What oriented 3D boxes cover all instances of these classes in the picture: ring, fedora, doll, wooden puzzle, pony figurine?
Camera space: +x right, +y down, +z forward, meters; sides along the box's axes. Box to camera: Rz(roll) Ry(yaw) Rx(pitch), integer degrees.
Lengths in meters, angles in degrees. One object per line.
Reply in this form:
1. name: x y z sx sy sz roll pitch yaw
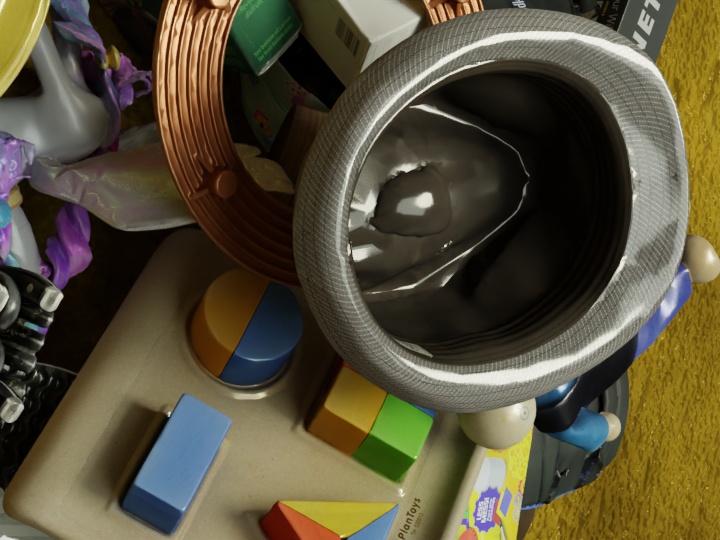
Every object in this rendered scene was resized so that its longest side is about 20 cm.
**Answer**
1. ring: -0.009 -0.091 0.666 0.199 0.019 0.203 -8 104 -36
2. fedora: 0.048 -0.031 0.651 0.198 0.090 0.179 -21 109 -23
3. doll: 0.112 0.024 0.733 0.200 0.048 0.137 -40 107 -36
4. wooden puzzle: -0.041 0.080 0.666 0.186 0.198 0.046 -63 180 -38
5. pony figurine: -0.152 -0.070 0.698 0.191 0.166 0.202 -23 110 -17

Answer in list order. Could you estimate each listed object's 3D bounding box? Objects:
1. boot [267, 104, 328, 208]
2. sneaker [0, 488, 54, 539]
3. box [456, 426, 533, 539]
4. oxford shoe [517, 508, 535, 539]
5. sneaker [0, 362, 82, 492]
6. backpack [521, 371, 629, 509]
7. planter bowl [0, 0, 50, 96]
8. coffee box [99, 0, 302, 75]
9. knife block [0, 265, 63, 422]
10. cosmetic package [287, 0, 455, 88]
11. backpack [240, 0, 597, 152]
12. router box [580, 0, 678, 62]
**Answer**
1. boot: 0.000 0.000 0.803 0.154 0.201 0.077 21 40 -13
2. sneaker: -0.157 0.117 0.753 0.199 0.075 0.117 10 91 -33
3. box: -0.019 0.165 0.832 0.121 0.191 0.203 4 96 -45
4. oxford shoe: 0.087 0.200 1.030 0.201 0.072 0.085 -56 133 -21
5. sneaker: -0.113 0.107 0.724 0.198 0.093 0.071 21 78 -7
6. backpack: 0.091 0.046 0.927 0.161 0.167 0.203 -15 101 -36
7. planter bowl: -0.226 -0.144 0.574 0.198 0.083 0.203 0 91 -13
8. coffee box: -0.123 -0.192 0.705 0.044 0.122 0.201 -49 130 -21
9. knife block: -0.218 0.002 0.564 0.198 0.176 0.065 21 82 -4
10. cosmetic package: -0.029 -0.194 0.751 0.082 0.201 0.051 -30 162 -25
11. backpack: 0.021 -0.140 0.833 0.200 0.167 0.127 -44 171 -29
12. router box: 0.140 -0.202 0.935 0.052 0.156 0.202 29 79 -44
